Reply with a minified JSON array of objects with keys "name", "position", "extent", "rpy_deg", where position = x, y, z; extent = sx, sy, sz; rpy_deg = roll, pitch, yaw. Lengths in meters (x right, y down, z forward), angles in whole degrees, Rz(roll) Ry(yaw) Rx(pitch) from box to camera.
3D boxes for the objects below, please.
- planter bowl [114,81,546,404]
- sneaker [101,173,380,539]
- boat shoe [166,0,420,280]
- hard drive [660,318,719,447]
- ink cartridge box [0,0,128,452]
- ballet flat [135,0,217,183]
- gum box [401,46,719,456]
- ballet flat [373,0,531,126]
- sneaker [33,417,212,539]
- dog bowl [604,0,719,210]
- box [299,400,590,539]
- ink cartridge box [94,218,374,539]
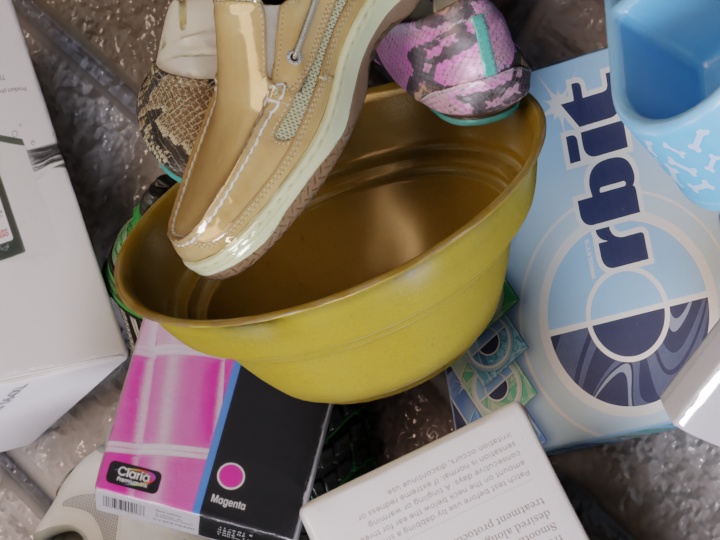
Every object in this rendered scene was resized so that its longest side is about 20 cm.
[{"name":"planter bowl","position":[0.000,0.000,1.224],"extent":[0.200,0.200,0.084],"rpy_deg":[-5,121,34]},{"name":"sneaker","position":[-0.059,0.054,1.358],"extent":[0.085,0.078,0.200],"rpy_deg":[-48,62,44]},{"name":"boat shoe","position":[-0.037,-0.095,1.174],"extent":[0.072,0.076,0.200],"rpy_deg":[6,65,55]},{"name":"hard drive","position":[0.228,0.003,1.120],"extent":[0.200,0.132,0.027],"rpy_deg":[-55,32,20]},{"name":"ink cartridge box","position":[-0.206,-0.015,1.417],"extent":[0.146,0.084,0.201],"rpy_deg":[-39,67,55]},{"name":"ballet flat","position":[-0.065,-0.103,1.290],"extent":[0.068,0.200,0.076],"rpy_deg":[2,111,4]},{"name":"gum box","position":[0.122,-0.014,1.242],"extent":[0.200,0.045,0.170],"rpy_deg":[-15,80,35]},{"name":"ballet flat","position":[0.019,-0.122,1.262],"extent":[0.200,0.069,0.071],"rpy_deg":[-141,40,-62]},{"name":"sneaker","position":[-0.079,0.157,1.343],"extent":[0.089,0.074,0.200],"rpy_deg":[-47,50,-13]},{"name":"dog bowl","position":[0.149,-0.118,1.149],"extent":[0.111,0.050,0.200],"rpy_deg":[-36,36,35]},{"name":"box","position":[0.069,0.181,1.191],"extent":[0.106,0.152,0.200],"rpy_deg":[-26,73,-2]},{"name":"ink cartridge box","position":[-0.052,0.027,1.295],"extent":[0.094,0.037,0.201],"rpy_deg":[14,66,1]}]
